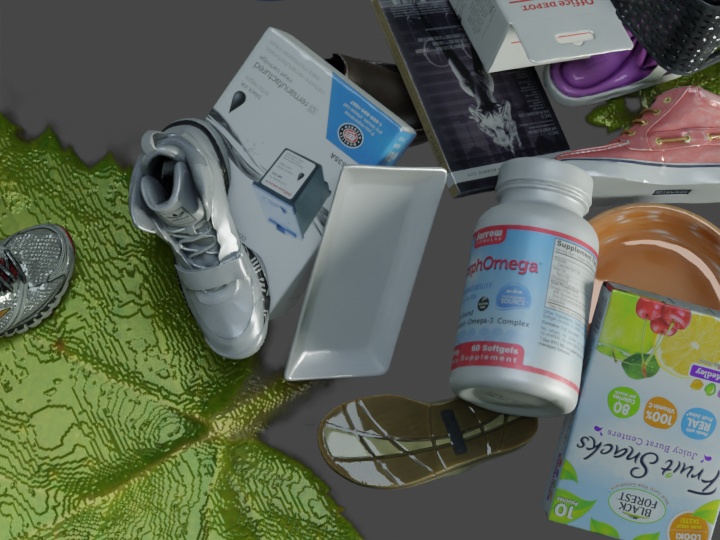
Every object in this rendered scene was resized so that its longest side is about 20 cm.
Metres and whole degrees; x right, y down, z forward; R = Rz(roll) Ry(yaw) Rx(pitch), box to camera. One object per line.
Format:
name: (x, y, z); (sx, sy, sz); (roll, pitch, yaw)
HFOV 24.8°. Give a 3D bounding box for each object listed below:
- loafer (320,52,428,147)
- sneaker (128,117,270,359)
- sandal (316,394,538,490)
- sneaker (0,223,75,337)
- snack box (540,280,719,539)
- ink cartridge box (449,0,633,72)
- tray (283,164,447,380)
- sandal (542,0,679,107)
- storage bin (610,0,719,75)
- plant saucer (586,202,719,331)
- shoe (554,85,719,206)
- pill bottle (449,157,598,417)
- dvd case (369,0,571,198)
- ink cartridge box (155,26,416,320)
loafer: (-0.008, -0.154, 1.459); (0.197, 0.071, 0.074); (1, 74, -4)
sneaker: (-0.132, -0.022, 1.304); (0.074, 0.115, 0.202); (-14, 92, 13)
sandal: (0.057, 0.144, 1.396); (0.198, 0.054, 0.081); (-9, 71, -22)
sneaker: (-0.325, 0.028, 1.378); (0.199, 0.082, 0.078); (-37, 80, -14)
snack box: (0.246, 0.125, 1.374); (0.141, 0.053, 0.202); (15, 97, -2)
ink cartridge box: (0.146, -0.248, 1.464); (0.115, 0.068, 0.202); (-11, 61, -25)
tray: (0.000, 0.000, 1.368); (0.106, 0.202, 0.022); (0, 29, -32)
sandal: (0.262, -0.209, 1.508); (0.201, 0.050, 0.083); (-31, 79, -12)
storage bin: (0.285, -0.291, 1.478); (0.134, 0.094, 0.201); (-24, 65, -27)
plant saucer: (0.256, 0.041, 1.445); (0.197, 0.037, 0.203); (1, 75, -5)
shoe: (0.255, -0.112, 1.471); (0.197, 0.072, 0.092); (0, 73, -12)
pill bottle: (0.141, 0.014, 1.373); (0.107, 0.109, 0.202); (11, 74, -2)
dvd case: (0.102, -0.166, 1.468); (0.147, 0.016, 0.202); (-12, 73, -37)
ink cartridge box: (-0.070, -0.081, 1.391); (0.146, 0.086, 0.201); (37, 97, 6)
